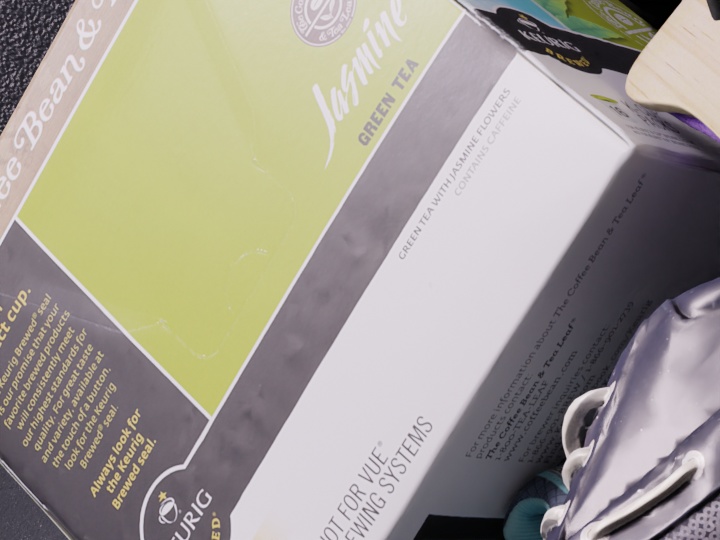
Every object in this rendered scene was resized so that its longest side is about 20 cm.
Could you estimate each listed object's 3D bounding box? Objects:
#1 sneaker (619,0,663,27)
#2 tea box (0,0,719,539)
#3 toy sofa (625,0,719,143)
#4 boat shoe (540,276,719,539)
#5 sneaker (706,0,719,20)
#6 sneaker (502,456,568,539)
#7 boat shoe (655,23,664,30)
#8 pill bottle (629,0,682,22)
[{"bbox_3d":[0.075,-0.154,1.009,0.106,0.075,0.200,-29,41,1],"label":"sneaker"},{"bbox_3d":[0.000,0.000,0.862,0.197,0.134,0.200,43,111,32],"label":"tea box"},{"bbox_3d":[0.149,-0.039,0.702,0.098,0.083,0.200,-58,25,10],"label":"toy sofa"},{"bbox_3d":[0.069,0.074,0.731,0.200,0.075,0.093,-33,51,12],"label":"boat shoe"},{"bbox_3d":[0.100,-0.132,0.611,0.118,0.074,0.201,-173,70,-68],"label":"sneaker"},{"bbox_3d":[0.090,0.065,0.783,0.200,0.086,0.078,-64,13,-8],"label":"sneaker"},{"bbox_3d":[0.131,-0.127,1.059,0.200,0.070,0.070,-62,10,-7],"label":"boat shoe"},{"bbox_3d":[0.146,-0.168,0.878,0.200,0.112,0.112,-62,13,-6],"label":"pill bottle"}]
